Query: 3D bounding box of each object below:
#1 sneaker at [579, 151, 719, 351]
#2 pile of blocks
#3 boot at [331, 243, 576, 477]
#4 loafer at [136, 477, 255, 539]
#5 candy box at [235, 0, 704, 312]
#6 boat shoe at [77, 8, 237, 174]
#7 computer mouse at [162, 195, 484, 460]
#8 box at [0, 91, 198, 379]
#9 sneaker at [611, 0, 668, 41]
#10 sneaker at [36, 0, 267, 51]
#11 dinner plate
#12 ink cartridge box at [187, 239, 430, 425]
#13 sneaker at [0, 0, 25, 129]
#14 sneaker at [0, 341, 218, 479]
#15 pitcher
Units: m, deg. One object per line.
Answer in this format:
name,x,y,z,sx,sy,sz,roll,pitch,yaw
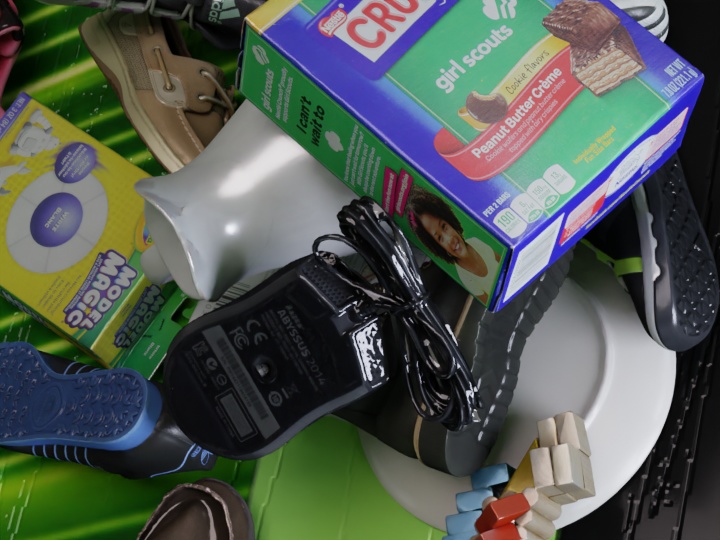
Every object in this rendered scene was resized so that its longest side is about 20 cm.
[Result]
sneaker,0.151,-0.029,1.544,0.083,0.072,0.201,-27,52,24
pile of blocks,0.061,0.162,1.467,0.082,0.062,0.201,24,85,26
boot,0.036,0.004,1.511,0.138,0.077,0.201,17,75,34
loafer,-0.126,0.209,1.531,0.073,0.071,0.201,17,73,28
candy box,0.059,-0.103,1.443,0.200,0.077,0.169,40,60,17
boat shoe,-0.115,-0.110,1.681,0.064,0.071,0.200,-36,56,3
computer mouse,-0.025,0.045,1.467,0.199,0.053,0.139,-24,96,35
box,-0.178,-0.019,1.679,0.200,0.048,0.118,32,81,30
sneaker,0.093,-0.181,1.637,0.199,0.076,0.116,-3,59,10
sneaker,-0.112,-0.182,1.662,0.140,0.199,0.078,40,129,26
dinner plate,0.087,0.060,1.545,0.199,0.024,0.201,-9,62,18
ink cartridge box,0.000,0.000,1.598,0.173,0.044,0.201,17,73,28
sneaker,-0.256,-0.173,1.759,0.095,0.079,0.201,-6,71,37
sneaker,-0.169,0.093,1.614,0.199,0.078,0.070,9,70,49
pitcher,-0.039,-0.055,1.551,0.199,0.172,0.122,-31,91,-15
